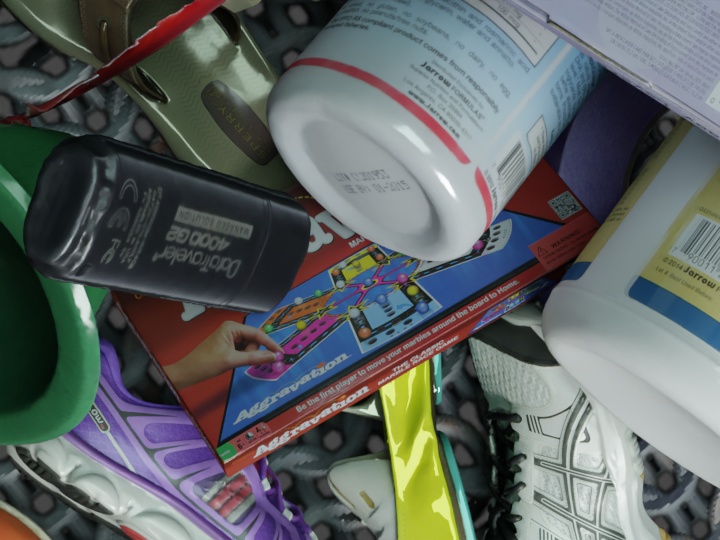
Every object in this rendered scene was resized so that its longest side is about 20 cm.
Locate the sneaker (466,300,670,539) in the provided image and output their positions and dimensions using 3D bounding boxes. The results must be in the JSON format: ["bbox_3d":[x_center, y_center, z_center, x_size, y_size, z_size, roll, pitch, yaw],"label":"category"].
[{"bbox_3d":[0.088,0.111,0.895,0.088,0.076,0.200,-27,96,-16],"label":"sneaker"}]

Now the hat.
[{"bbox_3d":[-0.126,-0.040,0.824,0.176,0.200,0.166,-47,125,-43],"label":"hat"}]

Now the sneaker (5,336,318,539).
[{"bbox_3d":[-0.059,0.100,0.851,0.200,0.081,0.083,37,73,-12],"label":"sneaker"}]

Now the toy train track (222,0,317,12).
[{"bbox_3d":[0.008,-0.177,0.804,0.200,0.033,0.115,-42,136,21],"label":"toy train track"}]

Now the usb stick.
[{"bbox_3d":[-0.070,-0.015,0.741,0.033,0.200,0.055,25,94,20],"label":"usb stick"}]

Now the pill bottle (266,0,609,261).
[{"bbox_3d":[0.058,-0.109,0.833,0.109,0.109,0.200,44,68,-11],"label":"pill bottle"}]

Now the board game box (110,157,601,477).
[{"bbox_3d":[0.000,0.000,0.849,0.200,0.019,0.103,-30,62,-14],"label":"board game box"}]

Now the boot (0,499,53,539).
[{"bbox_3d":[-0.212,0.114,0.787,0.200,0.107,0.075,20,81,-17],"label":"boot"}]

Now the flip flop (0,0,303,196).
[{"bbox_3d":[-0.091,-0.106,0.855,0.081,0.058,0.200,-44,101,-14],"label":"flip flop"}]

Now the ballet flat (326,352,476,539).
[{"bbox_3d":[0.014,0.072,0.885,0.067,0.067,0.200,-7,85,-4],"label":"ballet flat"}]

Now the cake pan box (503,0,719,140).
[{"bbox_3d":[0.148,-0.154,0.732,0.200,0.052,0.184,34,96,13],"label":"cake pan box"}]

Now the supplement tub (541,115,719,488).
[{"bbox_3d":[0.187,-0.013,0.812,0.145,0.145,0.200,39,82,-12],"label":"supplement tub"}]

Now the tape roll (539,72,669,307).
[{"bbox_3d":[0.184,-0.024,0.918,0.200,0.066,0.200,1,84,-8],"label":"tape roll"}]
